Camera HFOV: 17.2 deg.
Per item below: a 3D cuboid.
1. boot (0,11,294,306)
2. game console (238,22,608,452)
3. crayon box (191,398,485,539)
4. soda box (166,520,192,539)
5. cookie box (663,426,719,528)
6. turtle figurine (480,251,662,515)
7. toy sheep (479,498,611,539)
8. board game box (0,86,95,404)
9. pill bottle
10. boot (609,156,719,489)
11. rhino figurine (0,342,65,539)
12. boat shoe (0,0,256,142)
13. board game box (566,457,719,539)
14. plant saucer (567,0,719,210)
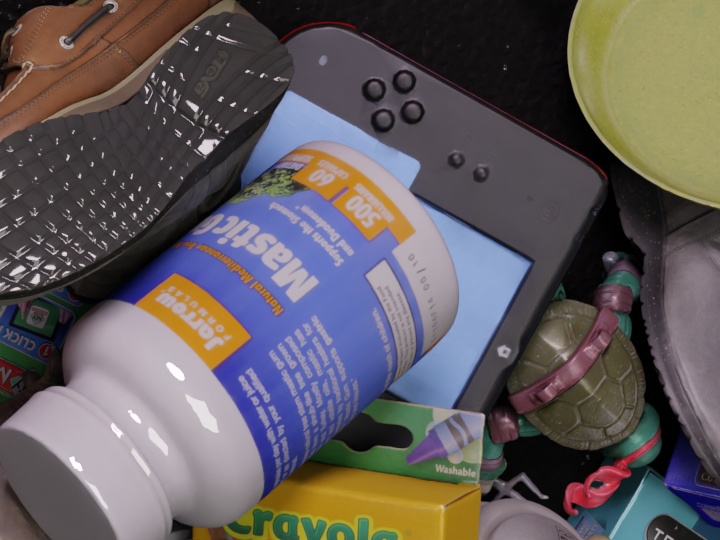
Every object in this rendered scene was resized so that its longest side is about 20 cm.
[{"bbox_3d":[-0.110,-0.019,1.037,0.068,0.131,0.200,44,56,13],"label":"boot"},{"bbox_3d":[0.000,0.000,1.145,0.176,0.031,0.201,29,92,3],"label":"game console"},{"bbox_3d":[-0.014,0.159,1.086,0.052,0.125,0.202,-14,109,-66],"label":"crayon box"},{"bbox_3d":[-0.161,0.155,1.126,0.199,0.068,0.064,-7,102,-22],"label":"soda box"},{"bbox_3d":[0.269,0.044,1.208,0.075,0.170,0.201,40,66,-53],"label":"cookie box"},{"bbox_3d":[0.096,0.040,1.204,0.150,0.101,0.200,-44,105,-15],"label":"turtle figurine"},{"bbox_3d":[0.059,0.179,1.172,0.137,0.200,0.139,23,52,-33],"label":"toy sheep"},{"bbox_3d":[-0.207,-0.031,1.094,0.199,0.029,0.135,29,88,-25],"label":"board game box"},{"bbox_3d":[-0.059,0.041,1.041,0.200,0.112,0.113,-40,113,-28],"label":"pill bottle"},{"bbox_3d":[0.206,0.004,1.180,0.131,0.201,0.070,-18,154,14],"label":"boot"},{"bbox_3d":[-0.149,0.109,1.067,0.087,0.060,0.201,30,59,-8],"label":"rhino figurine"},{"bbox_3d":[-0.135,-0.080,1.072,0.068,0.072,0.200,42,47,11],"label":"boat shoe"},{"bbox_3d":[0.146,0.222,1.282,0.151,0.047,0.201,34,85,-24],"label":"board game box"},{"bbox_3d":[0.203,-0.104,1.193,0.199,0.200,0.031,-33,150,-14],"label":"plant saucer"}]
